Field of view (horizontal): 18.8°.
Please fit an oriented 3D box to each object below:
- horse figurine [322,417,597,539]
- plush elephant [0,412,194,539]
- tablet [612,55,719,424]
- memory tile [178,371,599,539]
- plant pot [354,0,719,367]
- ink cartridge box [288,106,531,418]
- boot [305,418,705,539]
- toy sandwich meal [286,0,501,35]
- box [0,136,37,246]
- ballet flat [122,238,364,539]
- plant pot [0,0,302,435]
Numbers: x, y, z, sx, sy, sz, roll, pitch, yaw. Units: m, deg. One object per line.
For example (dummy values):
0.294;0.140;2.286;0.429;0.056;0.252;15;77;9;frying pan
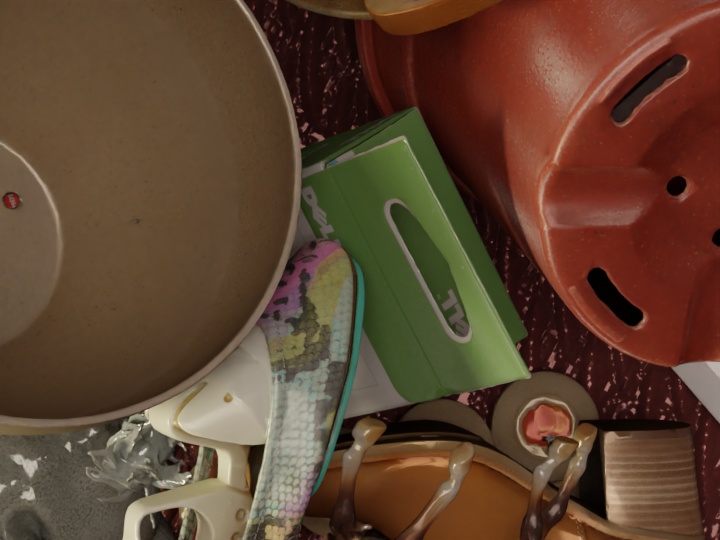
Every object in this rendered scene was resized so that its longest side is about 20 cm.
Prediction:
0.037;0.126;0.850;0.050;0.199;0.134;22;102;42;horse figurine
-0.158;0.119;0.885;0.154;0.200;0.165;-37;96;-22;plush elephant
0.187;-0.003;0.997;0.130;0.014;0.200;-41;89;-2;tablet
0.026;0.139;0.987;0.198;0.017;0.155;-14;89;-2;memory tile
0.115;-0.074;0.856;0.199;0.196;0.202;-6;119;-11;plant pot
0.000;0.000;0.877;0.059;0.199;0.104;-32;99;-36;ink cartridge box
0.054;0.145;0.951;0.198;0.077;0.157;0;92;-8;boot
0.017;-0.180;0.813;0.203;0.070;0.207;-12;63;24;toy sandwich meal
-0.223;0.013;0.866;0.199;0.050;0.076;-22;99;-29;box
-0.050;0.083;0.805;0.071;0.069;0.202;12;91;-27;ballet flat
-0.139;-0.028;0.805;0.199;0.134;0.202;8;72;-24;plant pot
